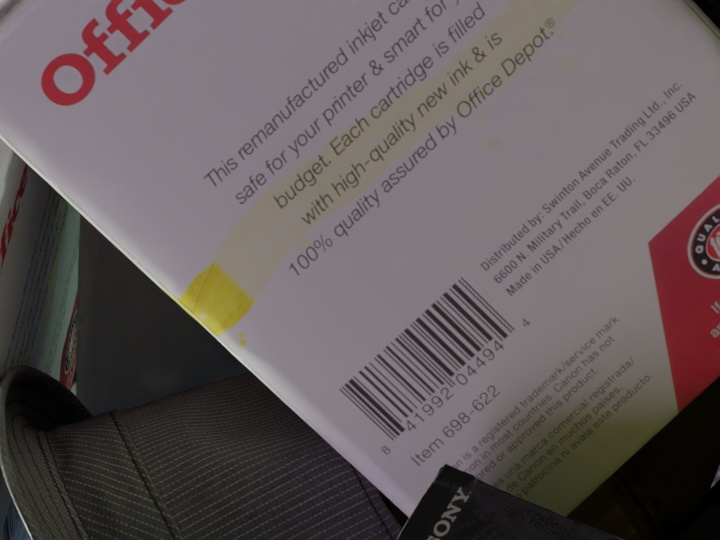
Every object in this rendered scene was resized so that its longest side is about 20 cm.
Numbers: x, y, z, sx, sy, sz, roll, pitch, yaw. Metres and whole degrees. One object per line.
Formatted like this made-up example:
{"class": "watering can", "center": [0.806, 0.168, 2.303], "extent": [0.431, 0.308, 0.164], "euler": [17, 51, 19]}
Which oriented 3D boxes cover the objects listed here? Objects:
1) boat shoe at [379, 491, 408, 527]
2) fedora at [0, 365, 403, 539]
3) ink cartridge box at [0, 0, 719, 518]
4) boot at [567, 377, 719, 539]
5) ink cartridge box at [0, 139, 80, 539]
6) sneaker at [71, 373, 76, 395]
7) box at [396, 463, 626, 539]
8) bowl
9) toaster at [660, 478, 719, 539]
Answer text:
{"class": "boat shoe", "center": [0.000, 0.000, 0.808], "extent": [0.072, 0.067, 0.201], "euler": [-101, 11, -68]}
{"class": "fedora", "center": [-0.025, 0.088, 0.733], "extent": [0.177, 0.090, 0.200], "euler": [59, 177, 14]}
{"class": "ink cartridge box", "center": [0.012, -0.043, 0.660], "extent": [0.200, 0.145, 0.083], "euler": [44, -170, -20]}
{"class": "boot", "center": [0.091, 0.041, 0.801], "extent": [0.075, 0.097, 0.200], "euler": [51, -179, -5]}
{"class": "ink cartridge box", "center": [-0.137, 0.007, 0.785], "extent": [0.082, 0.146, 0.200], "euler": [9, 144, 2]}
{"class": "sneaker", "center": [-0.130, 0.056, 1.060], "extent": [0.082, 0.074, 0.200], "euler": [41, -177, -18]}
{"class": "box", "center": [0.077, 0.147, 0.674], "extent": [0.142, 0.036, 0.201], "euler": [21, 141, 20]}
{"class": "bowl", "center": [-0.049, 0.007, 0.894], "extent": [0.201, 0.090, 0.202], "euler": [180, 90, -88]}
{"class": "toaster", "center": [0.167, 0.144, 0.740], "extent": [0.180, 0.119, 0.201], "euler": [-4, 120, 57]}
